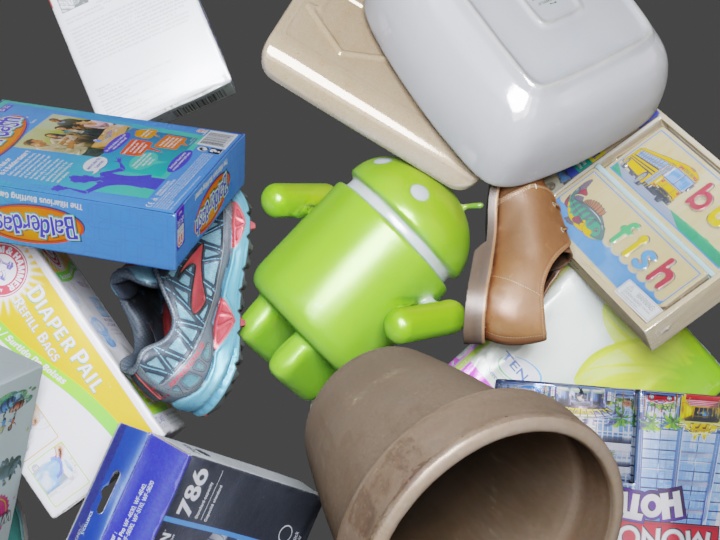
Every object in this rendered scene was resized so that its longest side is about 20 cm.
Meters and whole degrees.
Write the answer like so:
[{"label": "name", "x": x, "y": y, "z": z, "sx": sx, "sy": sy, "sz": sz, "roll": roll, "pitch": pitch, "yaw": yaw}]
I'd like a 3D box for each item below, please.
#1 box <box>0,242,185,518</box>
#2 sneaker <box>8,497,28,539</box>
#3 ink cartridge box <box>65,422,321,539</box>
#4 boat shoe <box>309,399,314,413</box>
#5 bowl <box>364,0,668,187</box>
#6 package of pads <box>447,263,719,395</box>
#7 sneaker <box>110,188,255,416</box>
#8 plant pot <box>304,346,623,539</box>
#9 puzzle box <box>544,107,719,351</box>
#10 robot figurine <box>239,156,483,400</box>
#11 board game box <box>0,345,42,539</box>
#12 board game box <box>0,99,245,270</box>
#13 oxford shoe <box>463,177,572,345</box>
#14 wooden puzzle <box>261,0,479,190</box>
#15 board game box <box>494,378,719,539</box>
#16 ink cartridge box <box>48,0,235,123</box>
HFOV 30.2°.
[{"label": "box", "x": -0.233, "y": 0.067, "z": 0.996, "sx": 0.101, "sy": 0.112, "sz": 0.201, "roll": -35, "pitch": 87, "yaw": -1}, {"label": "sneaker", "x": -0.302, "y": 0.158, "z": 1.005, "sx": 0.070, "sy": 0.080, "sz": 0.203, "roll": -13, "pitch": 88, "yaw": -2}, {"label": "ink cartridge box", "x": -0.114, "y": 0.183, "z": 0.965, "sx": 0.039, "sy": 0.199, "sz": 0.101, "roll": 22, "pitch": 87, "yaw": 43}, {"label": "boat shoe", "x": 0.041, "y": 0.157, "z": 1.024, "sx": 0.075, "sy": 0.062, "sz": 0.200, "roll": -44, "pitch": 88, "yaw": -1}, {"label": "bowl", "x": 0.122, "y": -0.179, "z": 0.982, "sx": 0.198, "sy": 0.075, "sz": 0.201, "roll": -26, "pitch": 73, "yaw": -28}, {"label": "package of pads", "x": 0.160, "y": 0.090, "z": 1.026, "sx": 0.199, "sy": 0.068, "sz": 0.155, "roll": -41, "pitch": 89, "yaw": -6}, {"label": "sneaker", "x": -0.134, "y": 0.000, "z": 0.980, "sx": 0.095, "sy": 0.079, "sz": 0.203, "roll": 20, "pitch": 53, "yaw": -34}, {"label": "plant pot", "x": 0.045, "y": 0.141, "z": 0.885, "sx": 0.198, "sy": 0.175, "sz": 0.203, "roll": -15, "pitch": 123, "yaw": -24}, {"label": "puzzle box", "x": 0.209, "y": -0.045, "z": 0.991, "sx": 0.132, "sy": 0.026, "sz": 0.200, "roll": -35, "pitch": 46, "yaw": -3}, {"label": "robot figurine", "x": 0.000, "y": 0.000, "z": 1.002, "sx": 0.200, "sy": 0.116, "sz": 0.175, "roll": -45, "pitch": 58, "yaw": -2}, {"label": "board game box", "x": -0.316, "y": 0.136, "z": 0.936, "sx": 0.146, "sy": 0.064, "sz": 0.203, "roll": 21, "pitch": 111, "yaw": 17}, {"label": "board game box", "x": -0.197, "y": -0.065, "z": 0.946, "sx": 0.197, "sy": 0.152, "sz": 0.046, "roll": 10, "pitch": 118, "yaw": 11}, {"label": "oxford shoe", "x": 0.124, "y": -0.034, "z": 0.983, "sx": 0.070, "sy": 0.072, "sz": 0.203, "roll": 6, "pitch": 66, "yaw": 11}, {"label": "wooden puzzle", "x": 0.038, "y": -0.174, "z": 1.022, "sx": 0.184, "sy": 0.046, "sz": 0.201, "roll": 30, "pitch": 58, "yaw": -4}, {"label": "board game box", "x": 0.190, "y": 0.186, "z": 0.956, "sx": 0.197, "sy": 0.062, "sz": 0.203, "roll": 4, "pitch": 85, "yaw": -3}, {"label": "ink cartridge box", "x": -0.184, "y": -0.213, "z": 1.041, "sx": 0.108, "sy": 0.050, "sz": 0.202, "roll": -23, "pitch": 87, "yaw": -1}]
